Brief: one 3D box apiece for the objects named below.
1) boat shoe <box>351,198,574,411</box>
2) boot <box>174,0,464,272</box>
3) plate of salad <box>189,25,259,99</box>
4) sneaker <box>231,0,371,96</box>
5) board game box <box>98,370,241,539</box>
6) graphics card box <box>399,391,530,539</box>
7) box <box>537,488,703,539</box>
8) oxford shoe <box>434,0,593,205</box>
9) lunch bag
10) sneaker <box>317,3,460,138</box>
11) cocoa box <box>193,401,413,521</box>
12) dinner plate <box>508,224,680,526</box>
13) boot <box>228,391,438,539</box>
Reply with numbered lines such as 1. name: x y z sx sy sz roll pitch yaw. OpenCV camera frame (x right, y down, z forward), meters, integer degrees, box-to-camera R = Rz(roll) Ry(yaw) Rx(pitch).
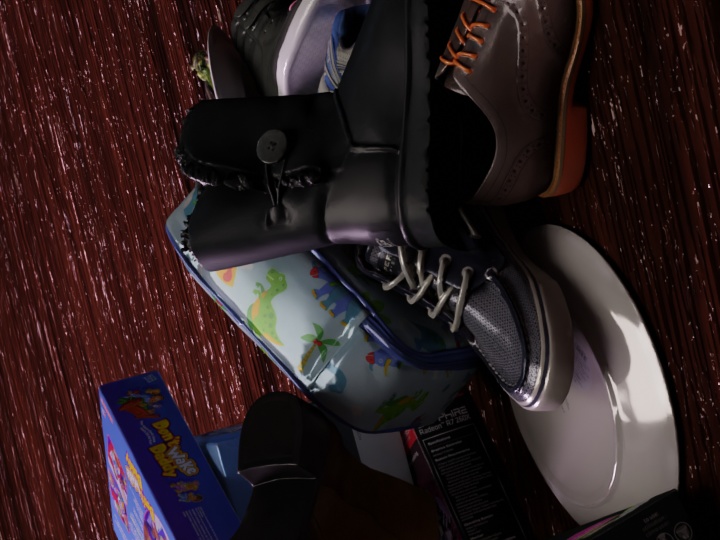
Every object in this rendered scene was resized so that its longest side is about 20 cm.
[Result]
1. boat shoe: 0.052 0.010 1.145 0.200 0.092 0.075 -116 36 -54
2. boot: -0.025 -0.101 1.138 0.076 0.166 0.202 33 -122 -63
3. plate of salad: -0.083 -0.081 1.443 0.200 0.048 0.202 -19 -90 -82
4. sneaker: -0.047 -0.170 1.348 0.100 0.070 0.200 61 160 19
5. board game box: -0.121 0.182 1.321 0.200 0.044 0.136 -126 28 -48
6. graphics card box: 0.075 0.199 1.334 0.201 0.050 0.126 65 158 21
7. box: 0.110 0.223 1.110 0.125 0.148 0.200 62 158 7
8. oxford shoe: 0.079 -0.127 1.062 0.071 0.072 0.202 37 138 57
9. lunch bag: -0.018 0.010 1.248 0.200 0.160 0.083 46 107 21
10. sneaker: 0.026 -0.114 1.208 0.200 0.076 0.086 36 131 55
11. cocoa box: -0.033 0.196 1.354 0.133 0.130 0.202 165 90 -71
12. dinner plate: 0.125 0.073 1.158 0.200 0.024 0.202 48 146 48
13. boot: -0.021 0.194 1.200 0.200 0.068 0.190 44 -138 -52
